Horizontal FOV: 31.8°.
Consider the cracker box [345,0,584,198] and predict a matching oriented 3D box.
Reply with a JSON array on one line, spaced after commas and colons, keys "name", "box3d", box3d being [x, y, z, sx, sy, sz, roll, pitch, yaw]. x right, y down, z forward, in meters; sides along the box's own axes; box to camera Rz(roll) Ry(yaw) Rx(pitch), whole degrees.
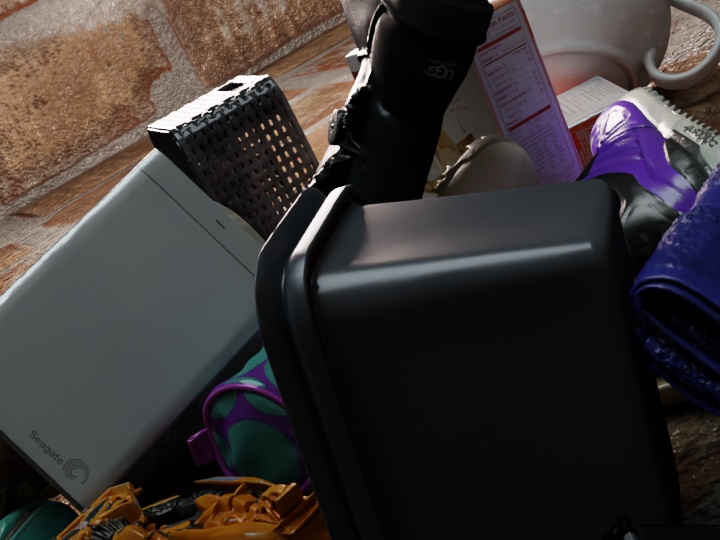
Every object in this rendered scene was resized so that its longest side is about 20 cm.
[{"name": "cracker box", "box3d": [0.080, -0.070, 0.840, 0.058, 0.201, 0.134, -30, 15, -27]}]

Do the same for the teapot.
[{"name": "teapot", "box3d": [0.197, -0.199, 1.160, 0.200, 0.196, 0.147, 130, 149, -54]}]

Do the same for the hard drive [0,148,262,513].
[{"name": "hard drive", "box3d": [-0.152, 0.035, 0.803, 0.200, 0.132, 0.027, -48, 2, -22]}]

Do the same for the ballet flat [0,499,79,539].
[{"name": "ballet flat", "box3d": [-0.238, 0.215, 0.751, 0.070, 0.067, 0.200, -42, 4, 37]}]

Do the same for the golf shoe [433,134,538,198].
[{"name": "golf shoe", "box3d": [0.078, 0.017, 0.695, 0.097, 0.078, 0.201, -7, 64, 54]}]

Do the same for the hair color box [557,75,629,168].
[{"name": "hair color box", "box3d": [0.134, -0.084, 1.052, 0.199, 0.064, 0.111, -25, 17, 3]}]

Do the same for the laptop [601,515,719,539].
[{"name": "laptop", "box3d": [0.125, 0.169, 0.387, 0.200, 0.116, 0.187, -54, 10, 14]}]

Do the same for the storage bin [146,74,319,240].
[{"name": "storage bin", "box3d": [-0.082, -0.050, 1.040, 0.093, 0.201, 0.135, -30, 16, -14]}]

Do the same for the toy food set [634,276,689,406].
[{"name": "toy food set", "box3d": [0.179, 0.013, 0.706, 0.197, 0.049, 0.200, -29, 17, -5]}]

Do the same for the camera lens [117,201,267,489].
[{"name": "camera lens", "box3d": [-0.152, 0.053, 0.912, 0.200, 0.161, 0.160, -38, 19, -34]}]

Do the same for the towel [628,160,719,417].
[{"name": "towel", "box3d": [0.198, 0.014, 0.536, 0.200, 0.147, 0.050, -42, -16, -52]}]

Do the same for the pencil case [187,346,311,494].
[{"name": "pencil case", "box3d": [-0.027, 0.060, 0.827, 0.092, 0.086, 0.200, -2, 26, 25]}]

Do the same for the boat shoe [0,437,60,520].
[{"name": "boat shoe", "box3d": [-0.264, 0.156, 0.848, 0.072, 0.072, 0.200, -14, -16, -47]}]

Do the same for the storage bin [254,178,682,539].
[{"name": "storage bin", "box3d": [0.059, 0.054, 0.546, 0.133, 0.201, 0.146, -10, 21, 17]}]

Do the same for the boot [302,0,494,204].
[{"name": "boot", "box3d": [0.003, -0.109, 0.750, 0.076, 0.169, 0.200, 10, 28, -22]}]

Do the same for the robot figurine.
[{"name": "robot figurine", "box3d": [-0.109, 0.161, 0.693, 0.199, 0.058, 0.145, -9, 26, 46]}]

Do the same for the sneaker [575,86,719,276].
[{"name": "sneaker", "box3d": [0.148, -0.046, 0.725, 0.099, 0.070, 0.200, -30, 15, 2]}]
